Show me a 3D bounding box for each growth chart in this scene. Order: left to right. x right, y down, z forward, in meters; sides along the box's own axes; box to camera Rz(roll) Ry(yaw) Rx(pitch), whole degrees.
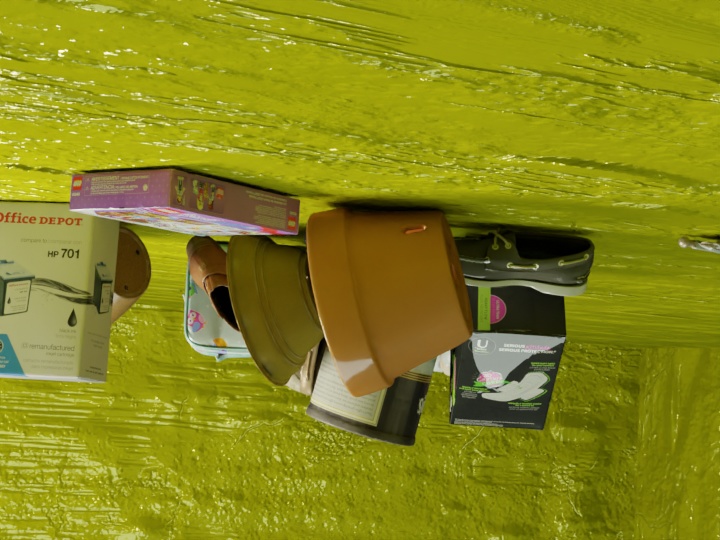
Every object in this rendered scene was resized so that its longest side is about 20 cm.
[{"bbox_3d":[0.471,-0.026,1.603,0.143,0.018,0.199,7,174,-39],"label":"growth chart"}]

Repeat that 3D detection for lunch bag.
[{"bbox_3d":[-0.151,0.047,2.032,0.197,0.163,0.077,3,175,-1],"label":"lunch bag"}]

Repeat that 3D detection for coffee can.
[{"bbox_3d":[0.026,0.105,1.861,0.144,0.203,0.146,16,180,0],"label":"coffee can"}]

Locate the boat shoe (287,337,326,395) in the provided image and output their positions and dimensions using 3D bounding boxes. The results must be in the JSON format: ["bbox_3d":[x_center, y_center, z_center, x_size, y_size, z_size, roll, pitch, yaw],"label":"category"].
[{"bbox_3d":[-0.050,0.067,1.956,0.064,0.202,0.071,23,-175,17],"label":"boat shoe"}]

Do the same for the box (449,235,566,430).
[{"bbox_3d":[0.176,0.078,1.784,0.122,0.150,0.201,4,142,-1],"label":"box"}]

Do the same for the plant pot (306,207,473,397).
[{"bbox_3d":[0.037,0.021,1.546,0.138,0.203,0.200,-14,172,10],"label":"plant pot"}]

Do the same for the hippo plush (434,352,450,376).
[{"bbox_3d":[0.100,0.085,2.298,0.159,0.162,0.200,5,175,-24],"label":"hippo plush"}]

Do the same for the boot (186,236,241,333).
[{"bbox_3d":[-0.140,0.041,1.889,0.200,0.077,0.155,46,-176,-29],"label":"boot"}]

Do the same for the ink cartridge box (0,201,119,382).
[{"bbox_3d":[-0.369,0.025,1.705,0.144,0.203,0.086,2,174,13],"label":"ink cartridge box"}]

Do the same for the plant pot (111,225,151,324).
[{"bbox_3d":[-0.365,0.014,1.854,0.198,0.189,0.185,-16,165,34],"label":"plant pot"}]

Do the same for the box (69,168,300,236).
[{"bbox_3d":[-0.173,-0.066,1.464,0.135,0.040,0.199,1,174,35],"label":"box"}]

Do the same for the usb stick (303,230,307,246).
[{"bbox_3d":[-0.010,-0.029,1.819,0.055,0.033,0.200,9,178,24],"label":"usb stick"}]

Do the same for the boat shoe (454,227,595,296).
[{"bbox_3d":[0.169,-0.018,1.660,0.199,0.061,0.072,7,-148,-12],"label":"boat shoe"}]

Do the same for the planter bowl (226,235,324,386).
[{"bbox_3d":[-0.088,0.035,1.815,0.082,0.203,0.200,-17,169,15],"label":"planter bowl"}]
